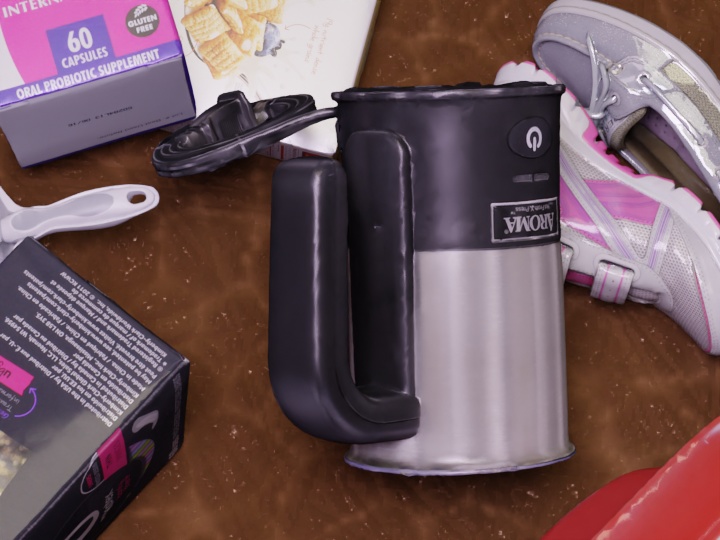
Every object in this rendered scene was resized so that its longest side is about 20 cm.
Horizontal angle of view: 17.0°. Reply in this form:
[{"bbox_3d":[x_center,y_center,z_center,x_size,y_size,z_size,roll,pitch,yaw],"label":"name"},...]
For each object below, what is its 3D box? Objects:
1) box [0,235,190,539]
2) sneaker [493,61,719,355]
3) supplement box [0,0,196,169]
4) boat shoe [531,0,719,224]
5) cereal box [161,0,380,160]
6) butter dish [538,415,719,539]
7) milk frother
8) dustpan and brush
[{"bbox_3d":[-0.186,0.103,1.173,0.106,0.122,0.200,38,69,12],"label":"box"},{"bbox_3d":[0.120,-0.017,1.282,0.088,0.081,0.200,-42,69,-16],"label":"sneaker"},{"bbox_3d":[-0.163,-0.172,1.258,0.101,0.103,0.200,-17,75,-4],"label":"supplement box"},{"bbox_3d":[0.168,-0.069,1.308,0.202,0.074,0.065,43,65,6],"label":"boat shoe"},{"bbox_3d":[-0.092,-0.147,1.327,0.200,0.040,0.144,14,75,2],"label":"cereal box"},{"bbox_3d":[0.131,0.183,1.161,0.199,0.148,0.200,-43,117,-21],"label":"butter dish"},{"bbox_3d":[0.000,0.000,1.224,0.180,0.200,0.188,-4,95,-28],"label":"milk frother"},{"bbox_3d":[-0.204,-0.014,1.256,0.200,0.057,0.140,-9,67,-9],"label":"dustpan and brush"}]
